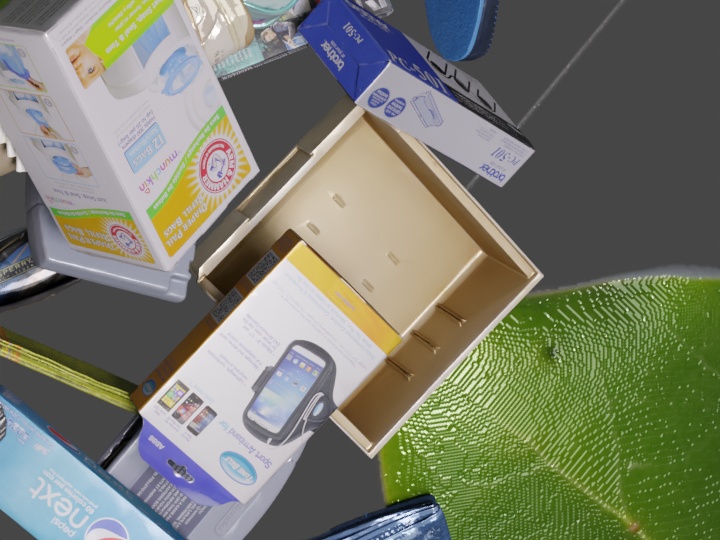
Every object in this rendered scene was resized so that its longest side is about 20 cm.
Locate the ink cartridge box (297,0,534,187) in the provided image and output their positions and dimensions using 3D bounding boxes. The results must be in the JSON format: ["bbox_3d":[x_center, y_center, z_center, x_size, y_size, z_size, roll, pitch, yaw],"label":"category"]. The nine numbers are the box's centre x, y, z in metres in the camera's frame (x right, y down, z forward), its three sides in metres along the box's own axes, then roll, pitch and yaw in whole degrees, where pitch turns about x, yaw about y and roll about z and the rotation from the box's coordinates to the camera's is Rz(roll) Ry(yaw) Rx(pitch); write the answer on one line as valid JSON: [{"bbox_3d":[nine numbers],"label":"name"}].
[{"bbox_3d":[0.045,-0.136,1.550,0.044,0.094,0.200,-47,142,15],"label":"ink cartridge box"}]

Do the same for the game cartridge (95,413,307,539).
[{"bbox_3d":[-0.134,0.162,1.634,0.133,0.041,0.200,41,87,-21],"label":"game cartridge"}]

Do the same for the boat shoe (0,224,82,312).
[{"bbox_3d":[-0.209,-0.025,1.539,0.199,0.066,0.070,-25,112,-14],"label":"boat shoe"}]

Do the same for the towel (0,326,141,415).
[{"bbox_3d":[-0.241,0.061,1.538,0.199,0.086,0.018,27,94,-25],"label":"towel"}]

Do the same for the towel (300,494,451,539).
[{"bbox_3d":[-0.011,0.268,1.701,0.199,0.049,0.112,-20,111,-16],"label":"towel"}]

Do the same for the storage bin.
[{"bbox_3d":[0.000,0.000,1.612,0.200,0.094,0.199,-46,115,-4],"label":"storage bin"}]

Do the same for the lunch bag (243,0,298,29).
[{"bbox_3d":[-0.115,-0.274,1.480,0.199,0.077,0.161,19,80,-10],"label":"lunch bag"}]

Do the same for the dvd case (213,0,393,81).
[{"bbox_3d":[-0.092,-0.225,1.531,0.199,0.022,0.147,-24,89,-16],"label":"dvd case"}]

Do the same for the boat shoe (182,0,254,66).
[{"bbox_3d":[-0.154,-0.221,1.389,0.069,0.074,0.200,-38,93,-18],"label":"boat shoe"}]

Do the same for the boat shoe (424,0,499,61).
[{"bbox_3d":[0.099,-0.263,1.590,0.068,0.084,0.201,-6,107,-42],"label":"boat shoe"}]

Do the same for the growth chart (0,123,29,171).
[{"bbox_3d":[-0.192,-0.132,1.413,0.199,0.018,0.146,0,100,-51],"label":"growth chart"}]

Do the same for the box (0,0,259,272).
[{"bbox_3d":[-0.167,-0.113,1.355,0.113,0.101,0.201,-49,133,-31],"label":"box"}]

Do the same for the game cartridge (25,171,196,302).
[{"bbox_3d":[-0.179,-0.086,1.510,0.132,0.042,0.201,14,70,-21],"label":"game cartridge"}]

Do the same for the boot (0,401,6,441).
[{"bbox_3d":[-0.327,0.042,1.438,0.065,0.200,0.166,-22,108,-24],"label":"boot"}]

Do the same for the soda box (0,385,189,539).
[{"bbox_3d":[-0.221,0.177,1.556,0.200,0.064,0.068,40,88,-5],"label":"soda box"}]

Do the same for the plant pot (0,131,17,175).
[{"bbox_3d":[-0.322,-0.149,1.405,0.176,0.200,0.201,-6,106,-35],"label":"plant pot"}]

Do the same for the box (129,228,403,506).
[{"bbox_3d":[-0.078,0.081,1.533,0.200,0.041,0.119,-45,114,2],"label":"box"}]
